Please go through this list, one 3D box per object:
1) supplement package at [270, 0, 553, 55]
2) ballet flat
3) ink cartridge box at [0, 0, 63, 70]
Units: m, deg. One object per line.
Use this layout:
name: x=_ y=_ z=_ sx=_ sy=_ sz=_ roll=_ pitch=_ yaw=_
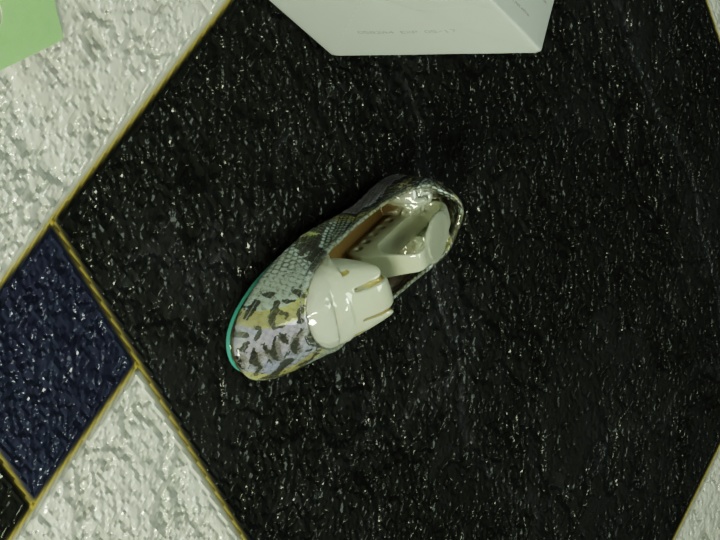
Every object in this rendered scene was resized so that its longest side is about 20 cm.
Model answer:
supplement package: x=0.030 y=-0.244 z=1.200 sx=0.151 sy=0.152 sz=0.200 roll=37 pitch=64 yaw=-49
ballet flat: x=0.000 y=0.000 z=1.253 sx=0.200 sy=0.072 sz=0.072 roll=-42 pitch=126 yaw=-44
ink cartridge box: x=-0.193 y=-0.182 z=0.988 sx=0.145 sy=0.048 sz=0.200 roll=-36 pitch=119 yaw=-48
